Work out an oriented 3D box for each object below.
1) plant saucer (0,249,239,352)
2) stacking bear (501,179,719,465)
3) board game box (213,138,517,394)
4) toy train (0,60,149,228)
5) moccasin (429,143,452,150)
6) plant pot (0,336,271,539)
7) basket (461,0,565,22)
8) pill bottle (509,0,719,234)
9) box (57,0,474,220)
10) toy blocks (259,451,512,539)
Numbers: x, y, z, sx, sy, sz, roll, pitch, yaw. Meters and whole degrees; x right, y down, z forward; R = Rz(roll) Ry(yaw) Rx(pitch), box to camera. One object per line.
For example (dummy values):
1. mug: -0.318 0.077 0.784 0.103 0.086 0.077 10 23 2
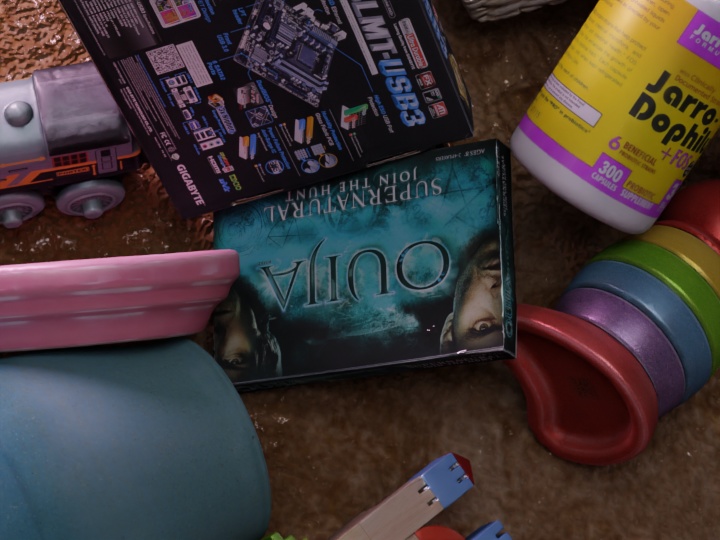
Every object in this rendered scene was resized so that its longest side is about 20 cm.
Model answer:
1. plant saucer: -0.171 0.019 1.186 0.200 0.201 0.051 -4 91 -6
2. stacking bear: 0.192 0.017 1.256 0.200 0.114 0.122 -44 120 -29
3. board game box: 0.000 0.000 1.234 0.200 0.028 0.136 -9 72 24
4. toy train: -0.229 -0.078 1.252 0.200 0.114 0.085 -9 71 -8
5. moccasin: 0.042 -0.055 1.284 0.074 0.078 0.202 -13 72 -8
6. plant pot: -0.163 0.130 1.152 0.188 0.200 0.200 -22 73 -27
7. basket: 0.132 -0.289 1.273 0.198 0.161 0.200 -13 66 11
8. pill bottle: 0.183 -0.129 1.195 0.104 0.104 0.200 34 104 8
9. box: -0.054 -0.138 1.185 0.198 0.200 0.050 -17 41 11
10. toy blocks: 0.048 0.206 1.190 0.137 0.100 0.200 -34 88 -25
